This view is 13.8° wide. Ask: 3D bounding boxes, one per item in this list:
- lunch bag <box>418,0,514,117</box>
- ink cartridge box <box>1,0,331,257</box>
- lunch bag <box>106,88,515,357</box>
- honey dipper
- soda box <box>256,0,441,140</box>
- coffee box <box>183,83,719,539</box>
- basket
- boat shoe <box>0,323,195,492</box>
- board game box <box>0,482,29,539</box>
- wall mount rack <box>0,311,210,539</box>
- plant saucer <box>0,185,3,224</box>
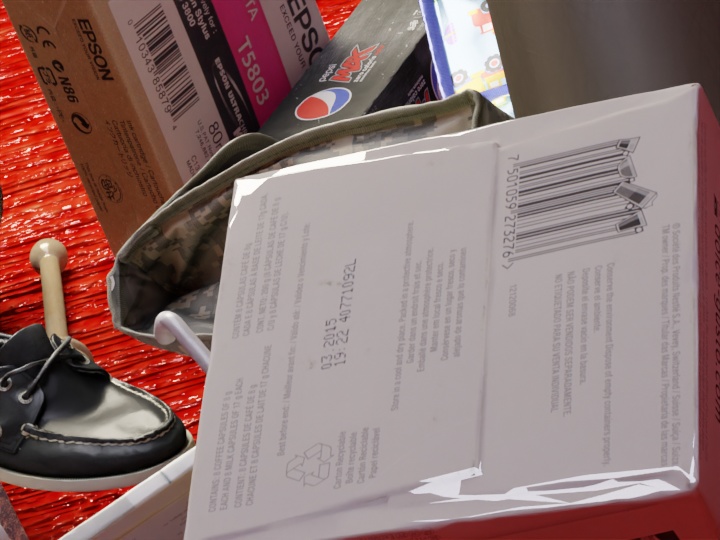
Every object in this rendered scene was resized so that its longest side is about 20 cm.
[{"bbox_3d":[0.123,-0.075,1.570,0.150,0.094,0.200,-15,40,5],"label":"lunch bag"},{"bbox_3d":[-0.100,-0.126,1.673,0.075,0.200,0.165,6,39,40],"label":"ink cartridge box"},{"bbox_3d":[0.000,0.000,1.369,0.200,0.164,0.118,-14,73,23],"label":"lunch bag"},{"bbox_3d":[-0.169,0.028,1.627,0.038,0.038,0.200,-21,27,1],"label":"honey dipper"},{"bbox_3d":[0.004,-0.087,1.677,0.071,0.063,0.200,-3,33,31],"label":"soda box"},{"bbox_3d":[0.068,0.078,1.167,0.200,0.198,0.200,-11,46,20],"label":"coffee box"},{"bbox_3d":[0.130,-0.085,1.296,0.136,0.180,0.200,-27,59,43],"label":"basket"},{"bbox_3d":[-0.168,0.056,1.452,0.199,0.066,0.074,13,32,39],"label":"boat shoe"},{"bbox_3d":[-0.280,0.144,1.360,0.200,0.097,0.159,0,35,35],"label":"board game box"},{"bbox_3d":[-0.110,0.105,1.265,0.200,0.174,0.075,-34,64,-19],"label":"wall mount rack"},{"bbox_3d":[-0.271,0.021,1.634,0.200,0.027,0.200,-37,0,0],"label":"plant saucer"}]
